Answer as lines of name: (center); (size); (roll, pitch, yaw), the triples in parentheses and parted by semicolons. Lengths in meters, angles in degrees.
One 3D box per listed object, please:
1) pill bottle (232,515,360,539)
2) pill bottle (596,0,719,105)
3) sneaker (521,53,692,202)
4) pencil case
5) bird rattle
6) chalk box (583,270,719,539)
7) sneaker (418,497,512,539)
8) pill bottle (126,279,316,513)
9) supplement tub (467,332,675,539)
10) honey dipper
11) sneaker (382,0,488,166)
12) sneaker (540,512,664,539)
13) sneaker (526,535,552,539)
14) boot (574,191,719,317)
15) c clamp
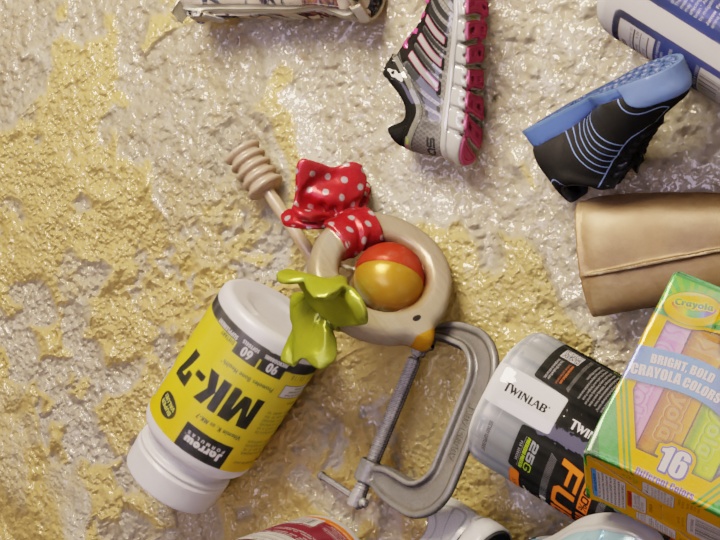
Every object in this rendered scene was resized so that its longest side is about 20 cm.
pill bottle: (-0.078, 0.285, 1.268); (0.114, 0.200, 0.115); (1, 91, 26)
pill bottle: (0.259, -0.214, 1.146); (0.200, 0.111, 0.111); (38, 106, 20)
sneaker: (0.207, -0.110, 1.158); (0.078, 0.070, 0.200); (60, 156, -4)
pencil case: (-0.074, -0.263, 1.325); (0.199, 0.078, 0.090); (5, 72, 26)
bird rattle: (0.000, 0.000, 1.273); (0.162, 0.200, 0.113); (18, 135, -7)
chalk box: (0.259, 0.088, 1.052); (0.123, 0.125, 0.200); (23, 71, 20)
sneaker: (0.058, 0.293, 1.281); (0.081, 0.075, 0.201); (35, 103, 36)
pill bottle: (-0.126, 0.118, 1.338); (0.114, 0.114, 0.200); (39, 107, 20)
supplement tub: (0.198, 0.146, 1.175); (0.200, 0.122, 0.123); (29, 103, 23)
honey dipper: (-0.058, -0.032, 1.346); (0.038, 0.038, 0.200); (-39, 76, 21)
sneaker: (0.061, -0.192, 1.263); (0.087, 0.074, 0.201); (4, 97, 20)
sneaker: (0.150, 0.251, 1.133); (0.200, 0.082, 0.074); (-29, 100, 42)
sneaker: (0.200, 0.290, 1.193); (0.200, 0.090, 0.079); (35, 105, 25)
boot: (0.280, 0.016, 1.169); (0.199, 0.066, 0.176); (-8, 78, 27)
c clamp: (0.042, 0.129, 1.276); (0.171, 0.027, 0.201); (32, 97, 53)
